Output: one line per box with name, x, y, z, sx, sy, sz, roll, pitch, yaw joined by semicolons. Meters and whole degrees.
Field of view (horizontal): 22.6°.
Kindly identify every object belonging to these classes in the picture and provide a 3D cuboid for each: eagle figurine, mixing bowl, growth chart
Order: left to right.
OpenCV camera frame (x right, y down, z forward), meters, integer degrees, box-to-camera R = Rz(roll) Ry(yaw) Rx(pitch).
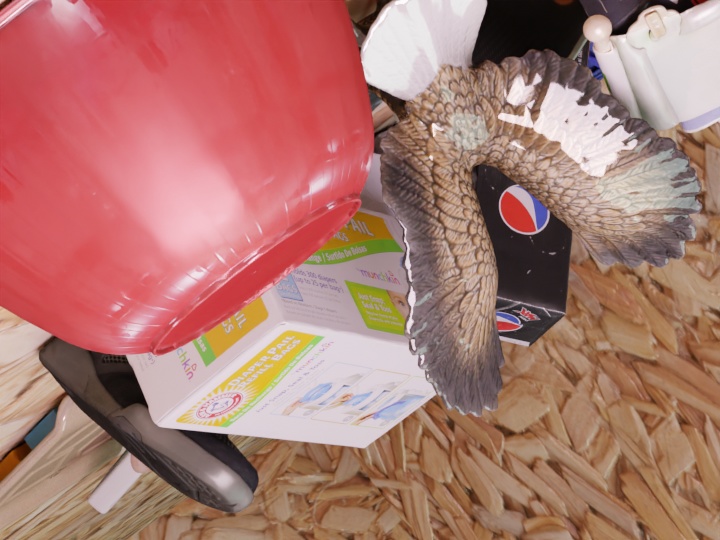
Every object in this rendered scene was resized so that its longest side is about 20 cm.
mixing bowl;-0.070;-0.039;0.665;0.200;0.108;0.200;-36;175;-4
eagle figurine;0.060;-0.050;0.894;0.152;0.200;0.151;-41;173;38
growth chart;0.212;-0.118;0.898;0.200;0.018;0.145;-23;149;1

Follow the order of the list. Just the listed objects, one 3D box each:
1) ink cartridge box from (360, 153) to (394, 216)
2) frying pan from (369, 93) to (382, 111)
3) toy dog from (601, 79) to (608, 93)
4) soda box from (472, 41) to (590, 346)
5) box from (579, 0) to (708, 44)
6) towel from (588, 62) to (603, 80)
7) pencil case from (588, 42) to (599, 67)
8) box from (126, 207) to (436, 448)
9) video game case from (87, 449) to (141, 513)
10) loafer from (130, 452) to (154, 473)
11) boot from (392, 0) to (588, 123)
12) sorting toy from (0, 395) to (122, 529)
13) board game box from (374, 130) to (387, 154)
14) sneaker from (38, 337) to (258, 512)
ink cartridge box;0.000;0.000;1.245;0.136;0.076;0.200;12;154;-20
frying pan;-0.039;-0.073;1.002;0.190;0.031;0.115;-44;171;29
toy dog;0.188;-0.170;1.428;0.132;0.096;0.200;-38;-170;-24
soda box;0.096;-0.058;1.144;0.063;0.071;0.200;127;-26;-62
box;0.223;-0.181;0.926;0.182;0.104;0.200;-41;144;25
towel;0.088;-0.085;1.321;0.200;0.024;0.145;-40;175;36
pencil case;0.230;-0.207;1.281;0.200;0.078;0.087;-34;144;-28
box;-0.041;0.025;1.039;0.101;0.113;0.200;-39;153;23
video game case;-0.139;0.098;1.517;0.200;0.023;0.182;-48;-176;43
loafer;-0.134;0.075;1.197;0.063;0.072;0.200;-13;-156;-9
boot;0.100;-0.140;1.075;0.200;0.072;0.144;-43;177;-3
sorting toy;-0.221;0.123;1.460;0.185;0.036;0.200;-32;168;-47
board game box;0.018;-0.058;1.385;0.199;0.041;0.200;-42;173;39
sneaker;-0.104;0.063;1.079;0.114;0.076;0.199;-44;-141;-11
